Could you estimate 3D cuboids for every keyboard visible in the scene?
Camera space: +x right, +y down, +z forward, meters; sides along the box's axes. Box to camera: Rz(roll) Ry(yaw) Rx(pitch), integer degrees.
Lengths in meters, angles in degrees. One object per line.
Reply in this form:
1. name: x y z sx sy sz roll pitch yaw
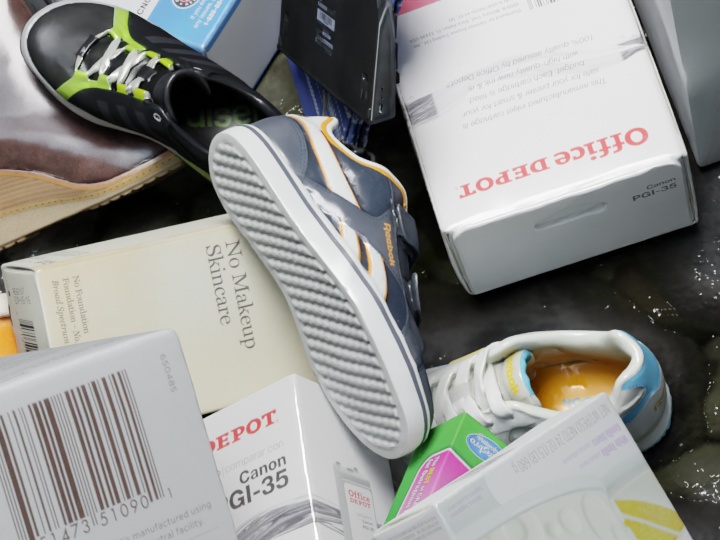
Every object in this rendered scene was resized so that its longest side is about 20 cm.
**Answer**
1. keyboard: -0.014 -0.119 1.440 0.021 0.127 0.200 0 17 -17

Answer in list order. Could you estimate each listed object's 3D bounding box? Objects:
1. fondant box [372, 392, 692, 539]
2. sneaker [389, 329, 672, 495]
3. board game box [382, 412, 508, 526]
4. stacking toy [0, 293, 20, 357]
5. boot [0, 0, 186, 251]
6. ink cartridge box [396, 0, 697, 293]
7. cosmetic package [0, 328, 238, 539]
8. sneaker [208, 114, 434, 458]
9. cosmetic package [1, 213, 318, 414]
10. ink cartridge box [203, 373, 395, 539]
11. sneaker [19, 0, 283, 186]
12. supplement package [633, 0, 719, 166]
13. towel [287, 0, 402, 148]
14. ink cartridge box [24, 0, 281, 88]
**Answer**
1. fondant box: 0.115 0.180 1.256 0.144 0.058 0.200 -29 88 -43
2. sneaker: 0.070 0.073 1.401 0.200 0.081 0.077 -13 61 8
3. board game box: 0.065 0.195 1.276 0.040 0.153 0.200 -33 25 48
4. stacking toy: -0.210 0.124 1.431 0.146 0.146 0.200 -21 74 2
5. boot: -0.189 -0.116 1.535 0.200 0.072 0.166 -23 93 9
6. ink cartridge box: 0.098 -0.103 1.480 0.146 0.083 0.200 -18 59 4
7. cosmetic package: -0.188 0.137 1.265 0.165 0.200 0.165 -20 96 -40
8. sneaker: 0.000 0.000 1.340 0.079 0.078 0.200 -21 75 -32
9. cosmetic package: -0.089 0.025 1.404 0.200 0.073 0.104 -14 98 -22
10. ink cartridge box: -0.053 0.177 1.346 0.146 0.083 0.200 -28 56 28
11. sneaker: -0.110 -0.109 1.464 0.200 0.083 0.072 29 75 10
12. supplement package: 0.256 -0.194 1.436 0.200 0.191 0.147 -19 58 3
13. towel: -0.006 -0.158 1.480 0.024 0.200 0.145 -2 48 -18
14. ink cartridge box: -0.137 -0.204 1.601 0.200 0.084 0.145 22 69 23
